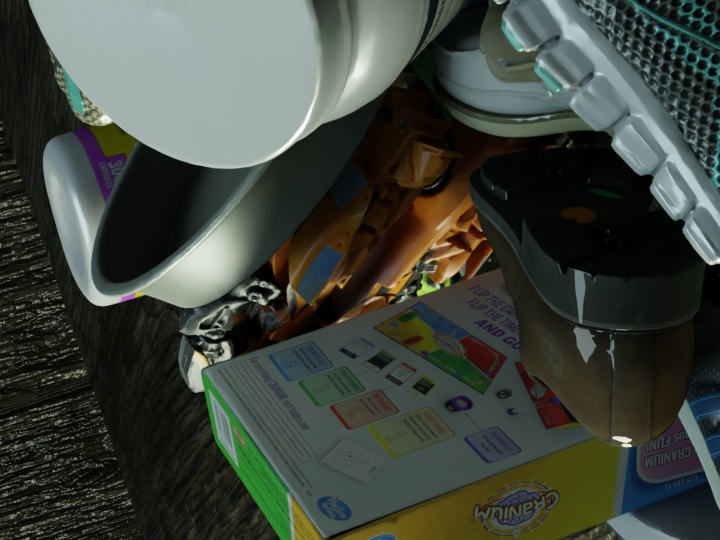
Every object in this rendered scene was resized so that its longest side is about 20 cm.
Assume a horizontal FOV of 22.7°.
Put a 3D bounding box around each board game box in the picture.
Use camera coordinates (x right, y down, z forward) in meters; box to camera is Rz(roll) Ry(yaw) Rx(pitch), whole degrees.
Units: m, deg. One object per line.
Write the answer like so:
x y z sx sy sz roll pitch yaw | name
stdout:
0.051 0.059 0.759 0.153 0.199 0.041 -134 30 -58 | board game box

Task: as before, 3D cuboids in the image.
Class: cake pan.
-0.048 -0.065 0.807 0.037 0.201 0.200 35 176 -21 | cake pan

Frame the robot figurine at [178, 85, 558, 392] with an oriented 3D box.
0.000 0.000 0.840 0.200 0.145 0.058 -55 54 31 | robot figurine

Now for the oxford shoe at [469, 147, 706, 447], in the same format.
0.078 0.005 0.663 0.200 0.072 0.085 -88 -4 -69 | oxford shoe

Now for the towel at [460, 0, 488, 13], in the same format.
0.029 -0.215 0.789 0.111 0.048 0.201 -16 94 57 | towel

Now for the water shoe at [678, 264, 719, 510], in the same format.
0.155 0.047 0.634 0.200 0.071 0.079 -123 25 -43 | water shoe

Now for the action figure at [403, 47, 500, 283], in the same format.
0.034 -0.062 0.962 0.118 0.054 0.201 91 160 -54 | action figure

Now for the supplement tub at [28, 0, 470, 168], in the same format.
-0.015 -0.141 0.652 0.140 0.200 0.141 21 134 23 | supplement tub

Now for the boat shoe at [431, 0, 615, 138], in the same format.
0.086 -0.094 0.700 0.200 0.075 0.069 17 139 58 | boat shoe

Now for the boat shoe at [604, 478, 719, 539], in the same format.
0.156 0.127 0.725 0.200 0.071 0.070 35 137 55 | boat shoe

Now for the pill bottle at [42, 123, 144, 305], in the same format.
-0.081 -0.055 1.074 0.104 0.199 0.105 162 90 -73 | pill bottle

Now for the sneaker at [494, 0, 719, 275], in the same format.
0.131 -0.054 0.566 0.200 0.078 0.091 46 119 -4 | sneaker

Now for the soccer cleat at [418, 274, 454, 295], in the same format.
0.018 0.037 1.093 0.201 0.067 0.081 92 168 -49 | soccer cleat

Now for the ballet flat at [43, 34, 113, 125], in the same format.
-0.063 -0.120 0.756 0.068 0.200 0.076 19 130 24 | ballet flat

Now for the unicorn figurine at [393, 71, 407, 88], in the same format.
-0.029 -0.061 0.927 0.074 0.138 0.200 44 135 -17 | unicorn figurine
